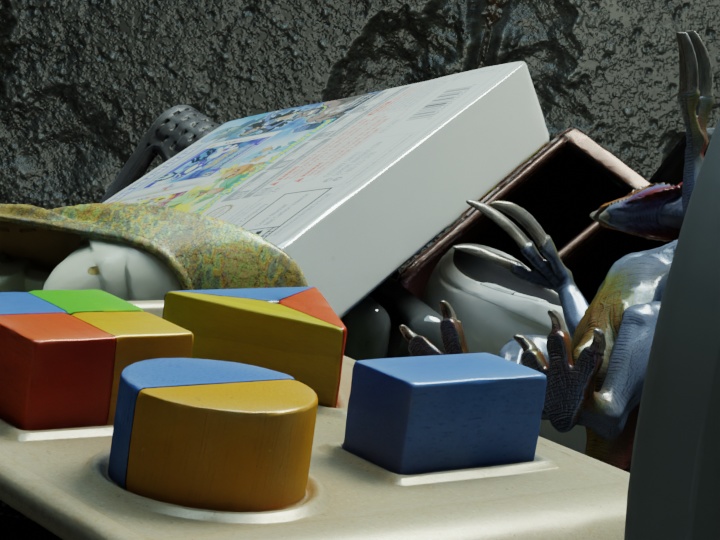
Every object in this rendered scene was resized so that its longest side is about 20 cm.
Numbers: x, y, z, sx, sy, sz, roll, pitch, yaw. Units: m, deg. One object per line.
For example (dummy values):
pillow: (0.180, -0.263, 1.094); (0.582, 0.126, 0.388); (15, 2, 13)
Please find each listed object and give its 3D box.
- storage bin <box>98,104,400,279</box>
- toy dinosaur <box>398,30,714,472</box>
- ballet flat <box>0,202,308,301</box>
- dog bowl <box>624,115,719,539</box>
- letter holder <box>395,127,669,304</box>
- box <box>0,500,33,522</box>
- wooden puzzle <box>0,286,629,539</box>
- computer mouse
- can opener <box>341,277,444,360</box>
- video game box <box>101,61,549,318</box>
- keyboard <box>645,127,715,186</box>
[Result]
storage bin: (-0.073, 0.009, 1.134); (0.093, 0.136, 0.200); (32, -5, 27)
toy dinosaur: (0.093, 0.023, 0.698); (0.105, 0.202, 0.181); (-13, -3, 40)
ballet flat: (-0.120, 0.008, 0.692); (0.199, 0.071, 0.071); (10, -2, 13)
dog bowl: (0.135, 0.025, 0.437); (0.078, 0.202, 0.200); (15, -1, 28)
letter holder: (0.087, 0.054, 0.985); (0.100, 0.142, 0.201); (39, -30, 24)
box: (-0.064, 0.069, 0.692); (0.199, 0.048, 0.193); (12, -4, 1)
wooden puzzle: (-0.029, 0.039, 0.554); (0.184, 0.047, 0.200); (0, 18, -40)
computer mouse: (0.077, 0.051, 0.796); (0.044, 0.110, 0.200); (-10, 26, -34)
can opener: (0.000, 0.000, 0.854); (0.053, 0.067, 0.200); (11, 6, -12)
video game box: (-0.043, -0.023, 0.829); (0.181, 0.047, 0.200); (-5, 23, 38)
keyboard: (0.192, -0.007, 0.986); (0.126, 0.021, 0.200); (21, -29, -4)
